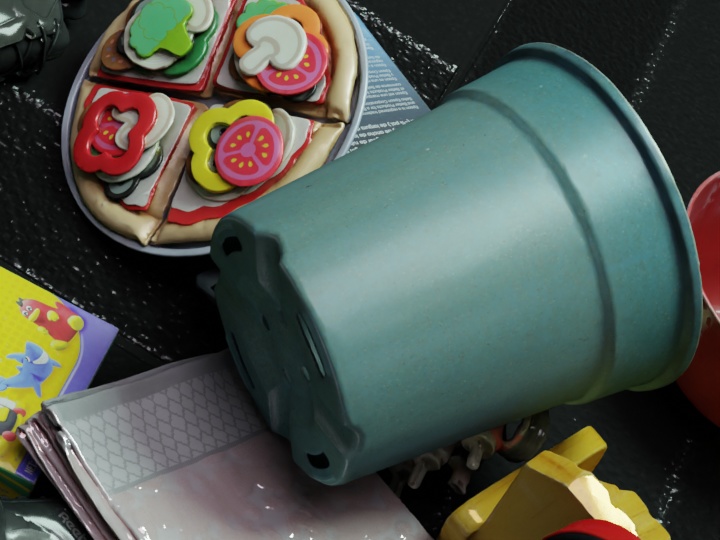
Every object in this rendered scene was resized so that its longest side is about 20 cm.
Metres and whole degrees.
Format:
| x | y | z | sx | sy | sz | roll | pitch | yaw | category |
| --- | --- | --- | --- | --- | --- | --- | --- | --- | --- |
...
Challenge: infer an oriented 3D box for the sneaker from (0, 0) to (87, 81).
| x | y | z | sx | sy | sz | roll | pitch | yaw | category |
| --- | --- | --- | --- | --- | --- | --- | --- | --- | --- |
| -0.228 | -0.147 | 1.012 | 0.091 | 0.076 | 0.200 | 37 | 48 | -6 | sneaker |

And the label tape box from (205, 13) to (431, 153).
| x | y | z | sx | sy | sz | roll | pitch | yaw | category |
| --- | --- | --- | --- | --- | --- | --- | --- | --- | --- |
| -0.022 | -0.073 | 1.046 | 0.144 | 0.063 | 0.200 | -11 | 51 | -33 | label tape box |

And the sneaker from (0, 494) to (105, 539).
| x | y | z | sx | sy | sz | roll | pitch | yaw | category |
| --- | --- | --- | --- | --- | --- | --- | --- | --- | --- |
| -0.165 | 0.143 | 0.820 | 0.200 | 0.076 | 0.088 | 32 | 36 | -11 | sneaker |

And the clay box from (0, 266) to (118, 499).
| x | y | z | sx | sy | sz | roll | pitch | yaw | category |
| --- | --- | --- | --- | --- | --- | --- | --- | --- | --- |
| -0.240 | 0.034 | 0.872 | 0.200 | 0.048 | 0.115 | 28 | 46 | -7 | clay box |

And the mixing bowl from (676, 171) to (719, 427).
| x | y | z | sx | sy | sz | roll | pitch | yaw | category |
| --- | --- | --- | --- | --- | --- | --- | --- | --- | --- |
| 0.273 | 0.041 | 1.099 | 0.200 | 0.108 | 0.200 | 14 | 50 | -17 | mixing bowl |

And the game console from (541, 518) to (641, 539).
| x | y | z | sx | sy | sz | roll | pitch | yaw | category |
| --- | --- | --- | --- | --- | --- | --- | --- | --- | --- |
| 0.114 | 0.229 | 0.800 | 0.177 | 0.200 | 0.031 | 49 | 40 | 15 | game console |

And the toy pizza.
| x | y | z | sx | sy | sz | roll | pitch | yaw | category |
| --- | --- | --- | --- | --- | --- | --- | --- | --- | --- |
| -0.092 | -0.103 | 0.987 | 0.200 | 0.032 | 0.201 | -9 | 64 | 19 | toy pizza |

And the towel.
| x | y | z | sx | sy | sz | roll | pitch | yaw | category |
| --- | --- | --- | --- | --- | --- | --- | --- | --- | --- |
| -0.054 | 0.124 | 0.871 | 0.191 | 0.032 | 0.200 | 50 | 31 | 16 | towel |

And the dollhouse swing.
| x | y | z | sx | sy | sz | roll | pitch | yaw | category |
| --- | --- | --- | --- | --- | --- | --- | --- | --- | --- |
| 0.166 | 0.166 | 0.896 | 0.182 | 0.176 | 0.200 | -25 | 68 | -39 | dollhouse swing |

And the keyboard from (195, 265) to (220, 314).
| x | y | z | sx | sy | sz | roll | pitch | yaw | category |
| --- | --- | --- | --- | --- | --- | --- | --- | --- | --- |
| 0.000 | 0.000 | 1.007 | 0.104 | 0.040 | 0.200 | 41 | 37 | 18 | keyboard |

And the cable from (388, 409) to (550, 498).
| x | y | z | sx | sy | sz | roll | pitch | yaw | category |
| --- | --- | --- | --- | --- | --- | --- | --- | --- | --- |
| 0.073 | 0.053 | 0.995 | 0.050 | 0.097 | 0.200 | 43 | 43 | -28 | cable |

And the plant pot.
| x | y | z | sx | sy | sz | roll | pitch | yaw | category |
| --- | --- | --- | --- | --- | --- | --- | --- | --- | --- |
| 0.039 | 0.006 | 0.875 | 0.196 | 0.200 | 0.200 | -22 | 66 | -22 | plant pot |
